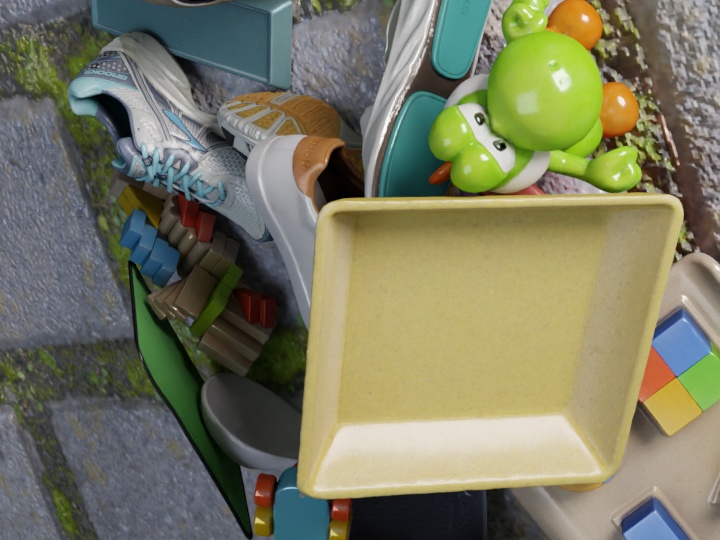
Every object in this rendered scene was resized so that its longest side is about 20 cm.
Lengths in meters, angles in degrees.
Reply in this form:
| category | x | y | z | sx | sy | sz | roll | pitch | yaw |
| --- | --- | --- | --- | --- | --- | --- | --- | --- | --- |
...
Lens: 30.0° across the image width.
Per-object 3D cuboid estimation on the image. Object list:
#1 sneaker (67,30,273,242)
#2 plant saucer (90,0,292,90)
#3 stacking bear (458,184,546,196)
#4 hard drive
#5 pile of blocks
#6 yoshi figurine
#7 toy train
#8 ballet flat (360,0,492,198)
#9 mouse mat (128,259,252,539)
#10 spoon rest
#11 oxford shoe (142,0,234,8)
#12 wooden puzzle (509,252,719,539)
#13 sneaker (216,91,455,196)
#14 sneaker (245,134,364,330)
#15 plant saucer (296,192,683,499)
| category | x | y | z | sx | sy | sz | roll | pitch | yaw |
| --- | --- | --- | --- | --- | --- | --- | --- | --- | --- |
| sneaker | -0.143 | -0.086 | 1.024 | 0.200 | 0.086 | 0.078 | 44 | 141 | 6 |
| plant saucer | -0.134 | -0.192 | 1.018 | 0.198 | 0.019 | 0.071 | 21 | 124 | 29 |
| stacking bear | 0.061 | 0.036 | 0.853 | 0.201 | 0.121 | 0.114 | -52 | 42 | 8 |
| hard drive | 0.031 | 0.156 | 1.013 | 0.133 | 0.042 | 0.203 | 0 | 109 | 14 |
| pile of blocks | -0.135 | -0.013 | 1.066 | 0.201 | 0.082 | 0.062 | 50 | 134 | 8 |
| yoshi figurine | 0.109 | -0.097 | 0.744 | 0.111 | 0.200 | 0.113 | 21 | 117 | 19 |
| toy train | 0.013 | 0.190 | 0.968 | 0.149 | 0.056 | 0.201 | -25 | 117 | 27 |
| ballet flat | 0.035 | -0.115 | 0.849 | 0.069 | 0.069 | 0.203 | 13 | 86 | 33 |
| mouse mat | -0.137 | 0.101 | 1.072 | 0.007 | 0.161 | 0.201 | -26 | 118 | 2 |
| spoon rest | -0.046 | 0.151 | 1.084 | 0.200 | 0.099 | 0.061 | 41 | 111 | -3 |
| oxford shoe | -0.121 | -0.214 | 0.927 | 0.199 | 0.074 | 0.071 | 2 | 114 | 49 |
| wooden puzzle | 0.192 | 0.119 | 0.837 | 0.200 | 0.046 | 0.186 | -40 | 91 | 19 |
| sneaker | -0.025 | -0.062 | 0.957 | 0.199 | 0.075 | 0.089 | 27 | 130 | 29 |
| sneaker | 0.000 | 0.000 | 0.889 | 0.084 | 0.073 | 0.201 | -2 | 128 | 44 |
| plant saucer | 0.063 | 0.035 | 0.756 | 0.049 | 0.197 | 0.202 | -108 | 20 | -54 |
